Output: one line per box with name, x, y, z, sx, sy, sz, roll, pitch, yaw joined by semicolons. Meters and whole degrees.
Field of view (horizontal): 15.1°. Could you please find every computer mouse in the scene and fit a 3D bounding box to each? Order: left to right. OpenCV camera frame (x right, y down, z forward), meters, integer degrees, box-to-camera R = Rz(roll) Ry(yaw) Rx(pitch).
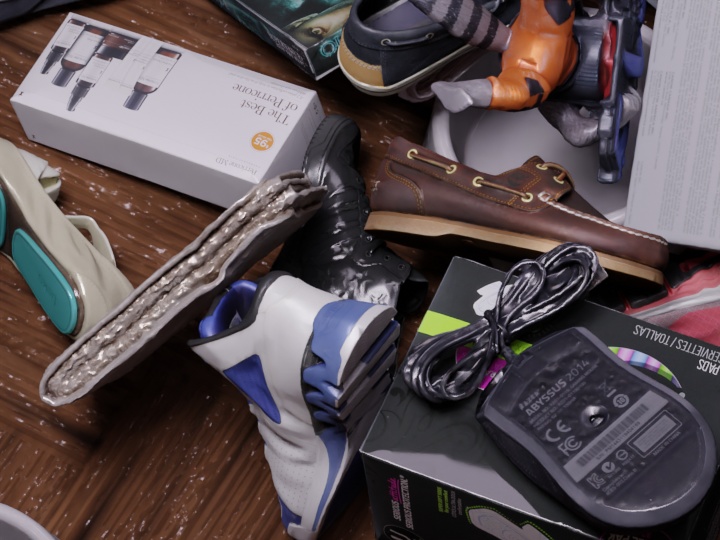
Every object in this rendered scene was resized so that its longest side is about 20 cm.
computer mouse;0.129;0.083;1.536;0.138;0.053;0.200;-35;51;-11

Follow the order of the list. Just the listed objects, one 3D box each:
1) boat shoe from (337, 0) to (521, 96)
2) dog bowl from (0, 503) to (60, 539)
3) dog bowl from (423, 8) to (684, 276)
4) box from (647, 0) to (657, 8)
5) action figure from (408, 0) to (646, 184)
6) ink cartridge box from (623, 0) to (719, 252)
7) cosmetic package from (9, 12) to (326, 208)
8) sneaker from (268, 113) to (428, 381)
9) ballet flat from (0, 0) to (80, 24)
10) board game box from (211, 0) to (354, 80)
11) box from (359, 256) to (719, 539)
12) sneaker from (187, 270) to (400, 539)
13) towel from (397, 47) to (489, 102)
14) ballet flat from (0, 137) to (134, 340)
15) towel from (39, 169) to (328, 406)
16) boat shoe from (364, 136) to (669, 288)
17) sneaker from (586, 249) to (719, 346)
boat shoe;0.069;-0.184;1.700;0.199;0.062;0.075;-34;61;-17
dog bowl;-0.248;0.226;1.627;0.198;0.059;0.201;-2;59;4
dog bowl;0.136;-0.085;1.766;0.198;0.059;0.201;-3;59;5
box;0.258;-0.258;1.795;0.183;0.105;0.200;-25;37;-9
action figure;0.118;-0.163;1.663;0.104;0.193;0.202;7;85;31
ink cartridge box;0.243;-0.087;1.603;0.199;0.047;0.161;12;93;55
cosmetic package;-0.127;-0.103;1.801;0.199;0.051;0.083;19;64;24
sneaker;0.000;-0.002;1.737;0.103;0.060;0.201;12;66;12
ballet flat;-0.211;-0.219;1.881;0.199;0.073;0.073;-20;59;-6
board game box;-0.020;-0.201;1.820;0.135;0.028;0.200;-32;33;-12
box;0.120;0.108;1.620;0.199;0.125;0.149;19;63;15
sneaker;-0.041;0.064;1.621;0.115;0.200;0.081;31;55;20
towel;0.058;-0.194;1.812;0.190;0.032;0.200;-34;32;-14
ballet flat;-0.212;-0.032;1.780;0.069;0.070;0.200;-33;63;-13
towel;-0.106;0.011;1.669;0.200;0.133;0.035;-40;87;10
boat shoe;0.097;-0.038;1.659;0.199;0.070;0.071;13;80;22
sneaker;0.217;0.031;1.681;0.199;0.087;0.074;-18;19;6
